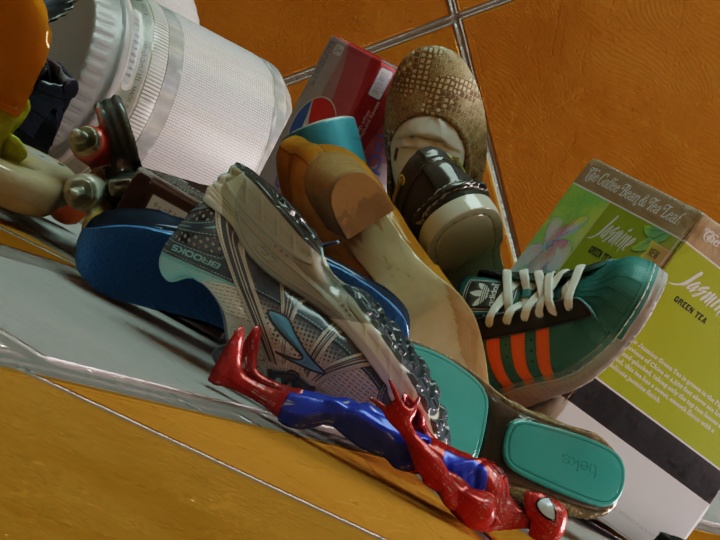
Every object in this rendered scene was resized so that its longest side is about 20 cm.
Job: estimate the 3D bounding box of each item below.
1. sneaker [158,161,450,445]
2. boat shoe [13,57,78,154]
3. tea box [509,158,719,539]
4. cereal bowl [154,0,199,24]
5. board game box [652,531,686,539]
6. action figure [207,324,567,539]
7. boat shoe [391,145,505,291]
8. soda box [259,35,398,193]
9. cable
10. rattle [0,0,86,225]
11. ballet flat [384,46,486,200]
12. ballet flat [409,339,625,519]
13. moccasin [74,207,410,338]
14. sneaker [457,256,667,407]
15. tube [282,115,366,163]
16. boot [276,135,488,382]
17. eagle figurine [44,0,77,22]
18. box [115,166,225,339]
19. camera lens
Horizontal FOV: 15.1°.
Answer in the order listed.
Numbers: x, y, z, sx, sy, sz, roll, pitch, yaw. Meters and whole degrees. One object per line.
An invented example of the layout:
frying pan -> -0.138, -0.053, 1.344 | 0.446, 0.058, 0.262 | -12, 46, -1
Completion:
sneaker -> -0.031, 0.040, 1.507 | 0.200, 0.086, 0.078 | 50, 7, 5
boat shoe -> -0.258, -0.123, 1.950 | 0.075, 0.093, 0.200 | 26, 4, -33
tea box -> 0.176, 0.054, 1.792 | 0.134, 0.197, 0.200 | 37, 0, -20
cereal bowl -> -0.215, -0.170, 2.168 | 0.200, 0.200, 0.083 | 26, 13, -35
board game box -> 0.273, 0.220, 1.609 | 0.200, 0.028, 0.135 | 31, 5, 33
action figure -> 0.019, 0.088, 1.430 | 0.200, 0.052, 0.065 | 31, 0, 9
boat shoe -> 0.053, -0.008, 1.754 | 0.061, 0.072, 0.201 | 60, -16, 26
soda box -> -0.027, -0.057, 1.900 | 0.063, 0.200, 0.070 | 25, 4, -39
cable -> -0.161, -0.055, 1.766 | 0.050, 0.097, 0.200 | -8, -6, -1
rattle -> -0.212, -0.106, 1.731 | 0.130, 0.143, 0.200 | 13, 1, 30
ballet flat -> 0.048, -0.050, 1.820 | 0.070, 0.200, 0.065 | 3, 31, 8
ballet flat -> 0.063, 0.099, 1.601 | 0.200, 0.071, 0.065 | 30, -25, -24
moccasin -> -0.064, -0.001, 1.591 | 0.200, 0.081, 0.068 | 22, 19, -8
sneaker -> 0.101, 0.032, 1.678 | 0.080, 0.071, 0.200 | 40, -42, -17
tube -> 0.000, 0.000, 1.795 | 0.077, 0.050, 0.200 | 3, 70, -74
boot -> 0.012, 0.010, 1.688 | 0.201, 0.071, 0.144 | 66, -8, -14
eagle figurine -> -0.306, -0.173, 1.826 | 0.200, 0.151, 0.152 | 28, 6, -38
box -> -0.093, -0.008, 1.738 | 0.100, 0.075, 0.200 | 29, 2, 8
camera lens -> -0.164, -0.119, 2.069 | 0.200, 0.160, 0.160 | 26, 4, -34
